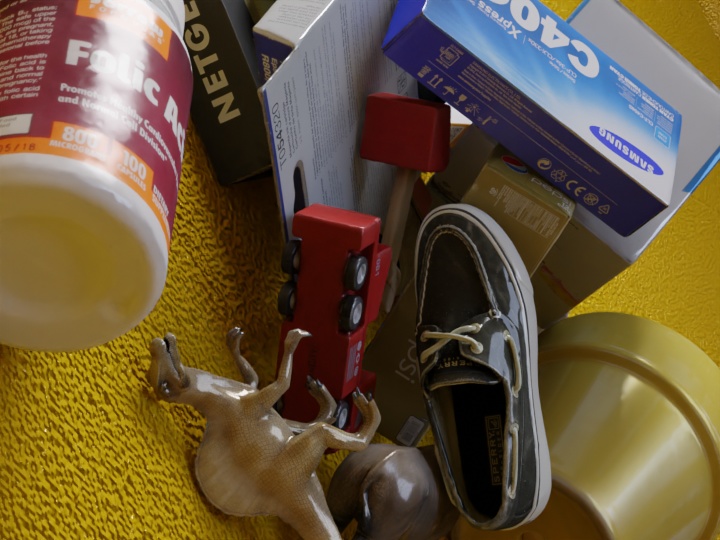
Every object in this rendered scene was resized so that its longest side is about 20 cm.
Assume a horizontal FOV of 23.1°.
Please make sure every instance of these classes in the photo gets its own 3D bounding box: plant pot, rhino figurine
[{"bbox_3d":[0.161,0.157,1.286,0.189,0.201,0.201,-38,106,-52],"label":"plant pot"},{"bbox_3d":[0.030,0.144,1.076,0.060,0.087,0.200,28,7,22],"label":"rhino figurine"}]

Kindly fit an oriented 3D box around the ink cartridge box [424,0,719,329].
[{"bbox_3d":[0.150,-0.073,1.269,0.145,0.147,0.200,41,-19,1],"label":"ink cartridge box"}]

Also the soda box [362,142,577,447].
[{"bbox_3d":[0.062,0.017,1.141,0.064,0.200,0.068,33,24,1],"label":"soda box"}]

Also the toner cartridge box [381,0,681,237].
[{"bbox_3d":[0.111,-0.116,1.099,0.200,0.043,0.095,35,43,-17],"label":"toner cartridge box"}]

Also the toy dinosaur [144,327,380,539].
[{"bbox_3d":[-0.041,0.102,0.975,0.101,0.058,0.200,-44,101,-25],"label":"toy dinosaur"}]

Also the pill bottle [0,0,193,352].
[{"bbox_3d":[-0.140,-0.069,0.846,0.114,0.114,0.200,52,26,-37],"label":"pill bottle"}]

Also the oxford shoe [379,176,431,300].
[{"bbox_3d":[0.031,0.000,1.300,0.200,0.070,0.075,55,51,-36],"label":"oxford shoe"}]

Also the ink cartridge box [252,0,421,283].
[{"bbox_3d":[-0.021,-0.089,1.095,0.200,0.043,0.196,-54,149,-43],"label":"ink cartridge box"}]

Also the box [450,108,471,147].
[{"bbox_3d":[0.074,-0.157,1.421,0.200,0.041,0.119,3,62,-29],"label":"box"}]

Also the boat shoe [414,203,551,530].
[{"bbox_3d":[0.069,0.055,1.049,0.064,0.071,0.200,7,69,-64],"label":"boat shoe"}]

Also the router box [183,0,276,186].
[{"bbox_3d":[-0.078,-0.162,1.177,0.200,0.052,0.157,68,21,-1],"label":"router box"}]

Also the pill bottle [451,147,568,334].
[{"bbox_3d":[0.122,-0.035,1.456,0.116,0.116,0.200,54,24,-33],"label":"pill bottle"}]

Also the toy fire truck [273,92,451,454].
[{"bbox_3d":[0.000,0.000,1.075,0.141,0.049,0.200,-31,131,-63],"label":"toy fire truck"}]

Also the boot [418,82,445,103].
[{"bbox_3d":[0.003,-0.172,1.223,0.198,0.073,0.163,-63,136,-63],"label":"boot"}]
